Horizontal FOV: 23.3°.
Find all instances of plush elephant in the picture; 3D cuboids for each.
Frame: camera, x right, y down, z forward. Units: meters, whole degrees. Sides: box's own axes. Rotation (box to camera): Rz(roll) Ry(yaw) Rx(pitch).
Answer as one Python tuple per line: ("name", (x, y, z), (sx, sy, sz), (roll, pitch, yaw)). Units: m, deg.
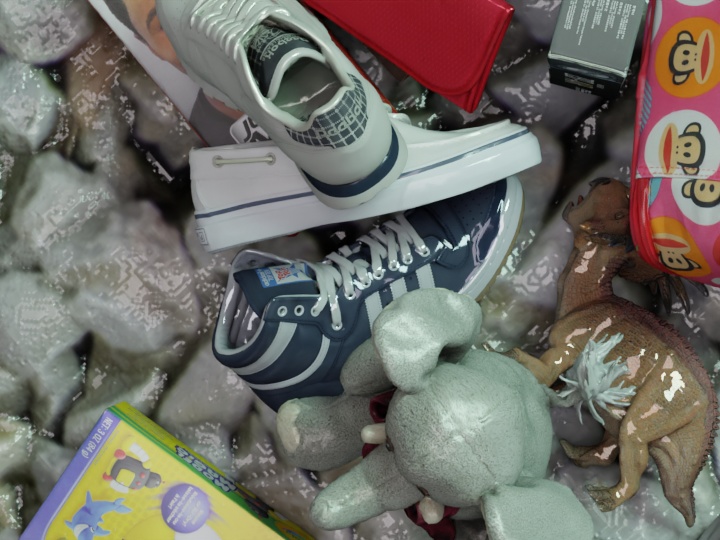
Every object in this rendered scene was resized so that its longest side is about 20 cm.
("plush elephant", (0.041, 0.095, 0.897), (0.200, 0.155, 0.165), (-35, 75, 18))

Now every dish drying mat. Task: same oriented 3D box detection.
("dish drying mat", (-0.009, -0.166, 0.954), (0.200, 0.018, 0.077), (36, 137, 16))

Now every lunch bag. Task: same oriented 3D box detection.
("lunch bag", (0.227, -0.087, 0.962), (0.082, 0.176, 0.201), (4, 84, 42))

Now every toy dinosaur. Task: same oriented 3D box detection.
("toy dinosaur", (0.161, 0.052, 1.004), (0.135, 0.086, 0.200), (-36, 88, 5))

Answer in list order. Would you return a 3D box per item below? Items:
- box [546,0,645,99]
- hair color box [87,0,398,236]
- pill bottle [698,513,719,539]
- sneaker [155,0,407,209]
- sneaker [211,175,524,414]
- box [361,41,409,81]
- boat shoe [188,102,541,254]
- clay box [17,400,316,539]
("box", (0.148, -0.201, 0.962), (0.043, 0.160, 0.201), (15, 92, 6))
("hair color box", (-0.070, -0.128, 1.039), (0.101, 0.061, 0.200), (-41, 86, 6))
("pill bottle", (0.270, 0.227, 0.979), (0.199, 0.120, 0.120), (34, 95, 4))
("sneaker", (-0.051, -0.119, 0.935), (0.076, 0.081, 0.200), (-45, 56, -3))
("sneaker", (0.000, 0.000, 1.007), (0.200, 0.070, 0.108), (-48, 126, 8))
("box", (-0.003, -0.219, 1.003), (0.200, 0.075, 0.100), (47, 58, 2))
("boat shoe", (-0.002, -0.063, 0.966), (0.199, 0.074, 0.067), (-14, 95, 5))
("clay box", (-0.100, 0.184, 1.057), (0.199, 0.048, 0.115), (35, 95, 6))
